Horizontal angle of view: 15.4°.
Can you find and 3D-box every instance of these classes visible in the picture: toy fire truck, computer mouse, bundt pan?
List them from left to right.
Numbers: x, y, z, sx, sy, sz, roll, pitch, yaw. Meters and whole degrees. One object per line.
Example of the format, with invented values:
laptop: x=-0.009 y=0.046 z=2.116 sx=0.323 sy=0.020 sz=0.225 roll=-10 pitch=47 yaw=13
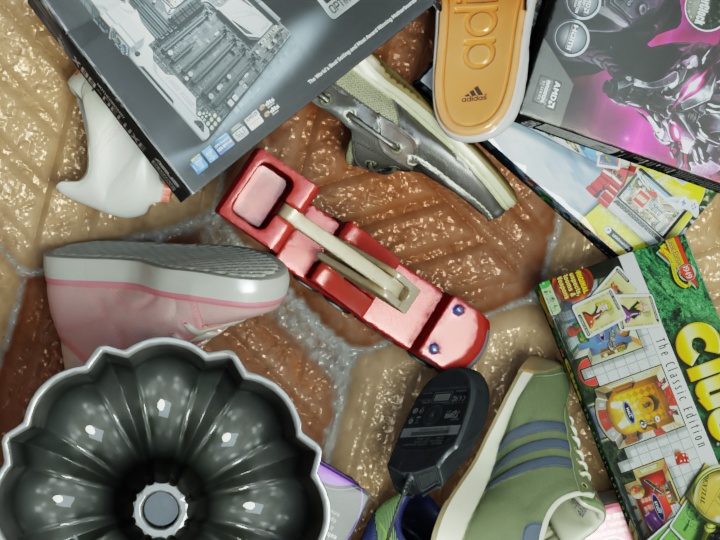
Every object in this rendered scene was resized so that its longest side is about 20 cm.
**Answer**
bundt pan: x=-0.118 y=0.140 z=1.581 sx=0.201 sy=0.076 sz=0.203 roll=0 pitch=89 yaw=-3
toy fire truck: x=0.000 y=0.000 z=1.670 sx=0.199 sy=0.141 sz=0.049 roll=34 pitch=86 yaw=-6
computer mouse: x=0.034 y=0.147 z=1.640 sx=0.034 sy=0.058 sz=0.201 roll=44 pitch=59 yaw=-33

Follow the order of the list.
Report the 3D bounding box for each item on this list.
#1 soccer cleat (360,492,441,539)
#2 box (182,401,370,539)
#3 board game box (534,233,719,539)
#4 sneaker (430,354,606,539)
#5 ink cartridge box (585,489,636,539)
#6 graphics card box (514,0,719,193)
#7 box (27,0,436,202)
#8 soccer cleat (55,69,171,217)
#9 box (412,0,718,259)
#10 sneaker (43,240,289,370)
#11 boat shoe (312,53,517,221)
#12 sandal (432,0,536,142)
soccer cleat: x=0.079 y=0.215 z=1.679 sx=0.200 sy=0.065 sz=0.084 roll=42 pitch=121 yaw=21
box: x=-0.095 y=0.194 z=1.674 sx=0.122 sy=0.106 sz=0.201 roll=30 pitch=87 yaw=-5
board game box: x=0.195 y=0.085 z=1.693 sx=0.104 sy=0.023 sz=0.201 roll=-19 pitch=77 yaw=-11
sneaker: x=0.113 y=0.137 z=1.665 sx=0.089 sy=0.200 sz=0.067 roll=19 pitch=132 yaw=13
ink cartridge box: x=0.203 y=0.239 z=1.728 sx=0.146 sy=0.083 sz=0.201 roll=-11 pitch=91 yaw=-8
graphics card box: x=0.205 y=-0.125 z=1.707 sx=0.199 sy=0.051 sz=0.126 roll=19 pitch=87 yaw=-7
box: x=-0.079 y=-0.165 z=1.638 sx=0.200 sy=0.050 sz=0.158 roll=-38 pitch=94 yaw=-13
soccer cleat: x=-0.144 y=-0.134 z=1.690 sx=0.077 sy=0.069 sz=0.201 roll=10 pitch=91 yaw=-4
box: x=0.153 y=-0.109 z=1.744 sx=0.200 sy=0.038 sz=0.137 roll=41 pitch=84 yaw=-6
sneaker: x=-0.117 y=0.039 z=1.646 sx=0.075 sy=0.199 sz=0.105 roll=-13 pitch=102 yaw=-46
boat shoe: x=0.012 y=-0.094 z=1.713 sx=0.200 sy=0.073 sz=0.065 roll=41 pitch=93 yaw=0
sandal: x=0.075 y=-0.182 z=1.681 sx=0.079 sy=0.059 sz=0.208 roll=-6 pitch=62 yaw=14
